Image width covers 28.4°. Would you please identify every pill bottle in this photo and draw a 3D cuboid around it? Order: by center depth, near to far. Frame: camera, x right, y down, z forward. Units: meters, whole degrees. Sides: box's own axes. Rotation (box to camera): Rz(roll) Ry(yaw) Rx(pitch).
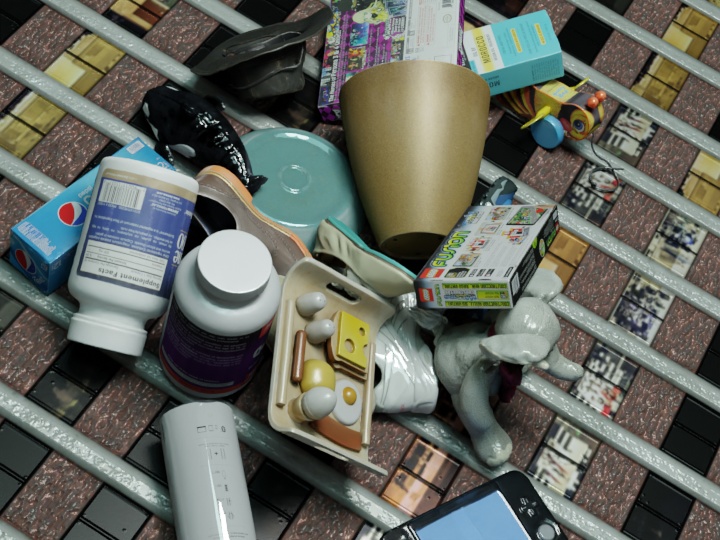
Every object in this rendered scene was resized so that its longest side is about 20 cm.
[{"bbox_3d":[-0.148,0.045,1.505,0.112,0.200,0.113,8,56,-11],"label":"pill bottle"},{"bbox_3d":[-0.250,-0.013,1.532,0.111,0.111,0.200,15,86,-6],"label":"pill bottle"}]

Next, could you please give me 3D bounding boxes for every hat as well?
[{"bbox_3d":[-0.109,-0.256,1.781,0.201,0.200,0.081,-34,111,-31],"label":"hat"}]

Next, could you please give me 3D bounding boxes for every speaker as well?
[{"bbox_3d":[-0.152,0.238,1.449,0.081,0.081,0.200,-4,59,-18],"label":"speaker"}]

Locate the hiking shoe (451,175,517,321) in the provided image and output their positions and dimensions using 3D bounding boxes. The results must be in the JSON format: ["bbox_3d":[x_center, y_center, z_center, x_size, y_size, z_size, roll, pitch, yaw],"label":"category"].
[{"bbox_3d":[0.157,-0.021,1.726,0.087,0.074,0.200,28,63,-6],"label":"hiking shoe"}]

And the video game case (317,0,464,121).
[{"bbox_3d":[0.042,-0.286,1.832,0.181,0.036,0.200,-7,53,15],"label":"video game case"}]

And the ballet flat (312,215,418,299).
[{"bbox_3d":[0.000,0.000,1.605,0.069,0.070,0.200,-12,24,-23],"label":"ballet flat"}]

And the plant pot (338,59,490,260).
[{"bbox_3d":[0.066,-0.122,1.708,0.186,0.186,0.200,5,68,-13],"label":"plant pot"}]

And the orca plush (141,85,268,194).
[{"bbox_3d":[-0.199,-0.163,1.687,0.105,0.071,0.200,-32,62,-1],"label":"orca plush"}]

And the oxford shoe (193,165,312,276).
[{"bbox_3d":[-0.126,-0.027,1.617,0.200,0.071,0.073,44,30,-4],"label":"oxford shoe"}]

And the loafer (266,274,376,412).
[{"bbox_3d":[-0.060,0.087,1.567,0.200,0.076,0.068,50,26,15],"label":"loafer"}]

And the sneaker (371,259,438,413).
[{"bbox_3d":[0.022,0.072,1.616,0.099,0.078,0.200,-6,58,-16],"label":"sneaker"}]

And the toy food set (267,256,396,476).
[{"bbox_3d":[-0.019,0.101,1.487,0.143,0.060,0.200,29,53,-37],"label":"toy food set"}]

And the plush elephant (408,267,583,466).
[{"bbox_3d":[0.168,0.087,1.556,0.200,0.155,0.165,51,45,-26],"label":"plush elephant"}]

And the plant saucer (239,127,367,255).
[{"bbox_3d":[-0.083,-0.103,1.725,0.200,0.036,0.200,7,56,-11],"label":"plant saucer"}]

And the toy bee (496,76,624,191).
[{"bbox_3d":[0.276,-0.212,1.858,0.200,0.109,0.131,25,52,1],"label":"toy bee"}]

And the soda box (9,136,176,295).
[{"bbox_3d":[-0.303,-0.063,1.614,0.064,0.068,0.200,40,56,13],"label":"soda box"}]

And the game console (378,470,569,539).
[{"bbox_3d":[0.149,0.292,1.477,0.200,0.119,0.172,-21,65,-27],"label":"game console"}]

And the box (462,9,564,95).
[{"bbox_3d":[0.156,-0.270,1.848,0.200,0.049,0.082,-15,54,2],"label":"box"}]

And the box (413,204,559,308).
[{"bbox_3d":[0.143,-0.018,1.578,0.110,0.035,0.200,0,26,24],"label":"box"}]
